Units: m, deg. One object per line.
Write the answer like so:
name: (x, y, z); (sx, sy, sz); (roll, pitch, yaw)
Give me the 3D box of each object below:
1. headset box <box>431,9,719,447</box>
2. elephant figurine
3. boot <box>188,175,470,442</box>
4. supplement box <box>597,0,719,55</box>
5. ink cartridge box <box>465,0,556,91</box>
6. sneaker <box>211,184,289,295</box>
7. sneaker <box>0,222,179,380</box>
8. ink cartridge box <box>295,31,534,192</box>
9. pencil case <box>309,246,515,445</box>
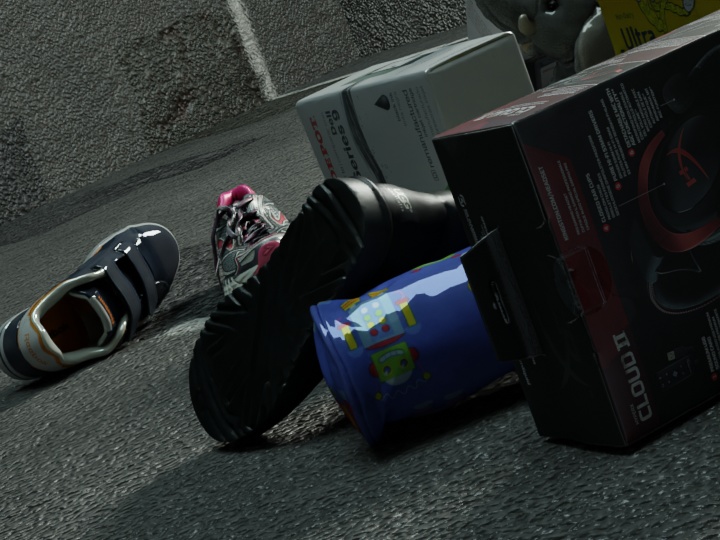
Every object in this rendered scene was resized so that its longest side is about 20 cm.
headset box: (0.134, -0.022, 0.785); (0.199, 0.150, 0.075); (-26, 10, -25)
elephant figurine: (0.173, -0.173, 1.309); (0.141, 0.202, 0.155); (14, 37, 40)
boot: (0.013, 0.024, 1.000); (0.167, 0.077, 0.201); (1, -43, -42)
supplement box: (0.221, -0.126, 1.007); (0.109, 0.202, 0.109); (-23, 10, -16)
ink cartridge box: (0.169, -0.188, 1.448); (0.147, 0.201, 0.086); (-22, 53, -10)
sneaker: (-0.095, -0.025, 1.484); (0.080, 0.075, 0.200); (-22, 11, -9)
sneaker: (-0.211, 0.024, 1.460); (0.079, 0.079, 0.200); (-16, 21, 51)
ink cartridge box: (0.052, -0.082, 1.281); (0.084, 0.147, 0.200); (-27, 11, -27)
pencil case: (0.072, 0.019, 0.897); (0.198, 0.079, 0.087); (-22, 1, -7)
